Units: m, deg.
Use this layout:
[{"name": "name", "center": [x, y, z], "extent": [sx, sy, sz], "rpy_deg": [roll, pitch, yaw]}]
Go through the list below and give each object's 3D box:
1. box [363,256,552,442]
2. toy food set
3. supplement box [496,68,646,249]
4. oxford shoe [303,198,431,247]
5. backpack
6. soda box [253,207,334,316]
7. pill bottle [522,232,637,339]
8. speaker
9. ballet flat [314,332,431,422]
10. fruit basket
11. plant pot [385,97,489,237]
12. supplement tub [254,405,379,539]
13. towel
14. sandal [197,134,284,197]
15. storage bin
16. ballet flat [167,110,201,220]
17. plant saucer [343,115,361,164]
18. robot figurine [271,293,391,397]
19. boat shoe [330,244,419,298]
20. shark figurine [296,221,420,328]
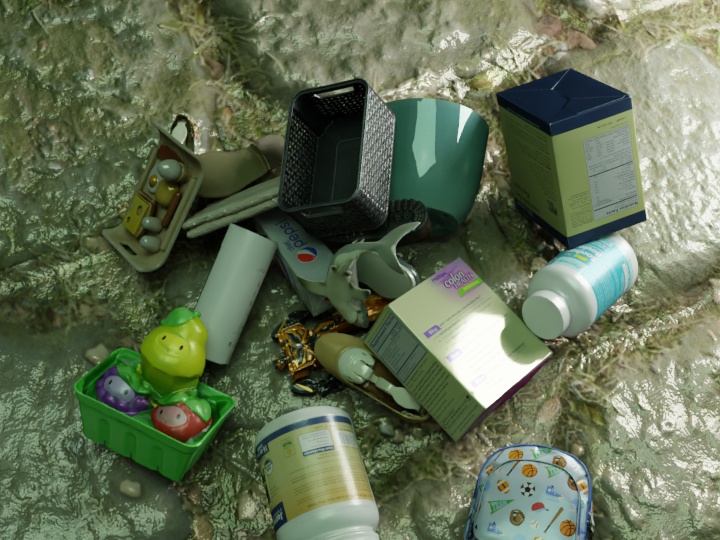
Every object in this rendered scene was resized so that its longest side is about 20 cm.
[{"name": "box", "center": [0.140, 0.111, 1.614], "extent": [0.200, 0.097, 0.175], "rpy_deg": [47, 47, 13]}, {"name": "toy food set", "center": [-0.325, -0.116, 1.726], "extent": [0.143, 0.060, 0.201], "rpy_deg": [36, 104, 43]}, {"name": "supplement box", "center": [0.318, -0.173, 1.705], "extent": [0.133, 0.201, 0.200], "rpy_deg": [-19, 26, -9]}, {"name": "oxford shoe", "center": [0.010, -0.061, 1.675], "extent": [0.198, 0.084, 0.073], "rpy_deg": [5, 69, 19]}, {"name": "backpack", "center": [0.228, 0.331, 1.521], "extent": [0.198, 0.155, 0.192], "rpy_deg": [10, 52, 8]}, {"name": "soda box", "center": [-0.092, -0.024, 1.717], "extent": [0.068, 0.064, 0.200], "rpy_deg": [-26, 49, -15]}, {"name": "pill bottle", "center": [0.319, 0.025, 1.660], "extent": [0.111, 0.111, 0.200], "rpy_deg": [38, 45, 18]}, {"name": "speaker", "center": [-0.194, 0.034, 1.666], "extent": [0.081, 0.081, 0.202], "rpy_deg": [23, 89, 11]}, {"name": "ballet flat", "center": [0.024, 0.152, 1.617], "extent": [0.199, 0.063, 0.069], "rpy_deg": [32, 87, -8]}, {"name": "fruit basket", "center": [-0.279, 0.160, 1.574], "extent": [0.214, 0.217, 0.156], "rpy_deg": [23, 29, 12]}, {"name": "plant pot", "center": [0.096, -0.148, 1.742], "extent": [0.198, 0.201, 0.162], "rpy_deg": [5, 70, 2]}, {"name": "supplement tub", "center": [-0.057, 0.302, 1.531], "extent": [0.143, 0.145, 0.201], "rpy_deg": [-14, 63, -7]}, {"name": "towel", "center": [-0.170, -0.103, 1.730], "extent": [0.198, 0.133, 0.035], "rpy_deg": [-19, 104, 21]}, {"name": "sandal", "center": [-0.212, -0.157, 1.821], "extent": [0.211, 0.070, 0.078], "rpy_deg": [-27, 86, -36]}, {"name": "storage bin", "center": [-0.033, -0.162, 1.633], "extent": [0.134, 0.094, 0.202], "rpy_deg": [-7, 63, 27]}, {"name": "ballet flat", "center": [-0.297, -0.171, 1.823], "extent": [0.075, 0.064, 0.202], "rpy_deg": [-3, 63, -2]}, {"name": "plant saucer", "center": [-0.044, -0.162, 1.756], "extent": [0.029, 0.200, 0.202], "rpy_deg": [11, 55, -38]}, {"name": "robot figurine", "center": [-0.037, 0.104, 1.682], "extent": [0.198, 0.058, 0.146], "rpy_deg": [-19, 63, -10]}, {"name": "boat shoe", "center": [0.029, -0.009, 1.695], "extent": [0.061, 0.073, 0.199], "rpy_deg": [-26, 23, -31]}, {"name": "shark figurine", "center": [-0.006, -0.016, 1.586], "extent": [0.127, 0.215, 0.090], "rpy_deg": [29, 52, -2]}]
